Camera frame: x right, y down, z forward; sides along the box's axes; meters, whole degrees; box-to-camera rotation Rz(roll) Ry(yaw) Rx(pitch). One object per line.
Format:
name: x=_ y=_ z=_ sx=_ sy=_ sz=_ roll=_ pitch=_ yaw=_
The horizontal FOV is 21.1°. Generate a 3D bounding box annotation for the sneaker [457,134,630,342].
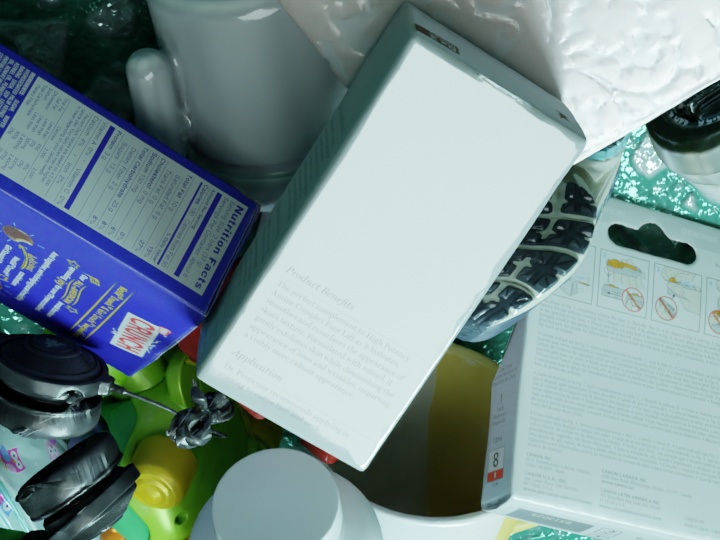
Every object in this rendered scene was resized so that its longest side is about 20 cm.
sneaker: x=0.101 y=-0.019 z=1.078 sx=0.077 sy=0.200 sz=0.087 roll=21 pitch=138 yaw=19

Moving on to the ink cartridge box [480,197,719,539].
ink cartridge box: x=0.159 y=0.061 z=1.161 sx=0.161 sy=0.202 sz=0.050 roll=15 pitch=155 yaw=-18

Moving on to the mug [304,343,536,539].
mug: x=0.049 y=0.152 z=1.218 sx=0.185 sy=0.150 sz=0.154 roll=12 pitch=133 yaw=3

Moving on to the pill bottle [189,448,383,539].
pill bottle: x=-0.038 y=0.183 z=1.096 sx=0.110 sy=0.111 sz=0.201 roll=-8 pitch=143 yaw=-1

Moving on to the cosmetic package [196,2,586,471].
cosmetic package: x=0.011 y=-0.015 z=0.932 sx=0.101 sy=0.074 sz=0.201 roll=31 pitch=105 yaw=-13

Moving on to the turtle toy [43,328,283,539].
turtle toy: x=-0.126 y=0.094 z=1.169 sx=0.100 sy=0.146 sz=0.201 roll=-1 pitch=129 yaw=21

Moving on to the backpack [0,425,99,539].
backpack: x=-0.234 y=0.143 z=1.181 sx=0.126 sy=0.167 sz=0.201 roll=-26 pitch=112 yaw=5

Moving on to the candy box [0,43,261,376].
candy box: x=-0.171 y=-0.035 z=1.021 sx=0.199 sy=0.077 sz=0.169 roll=32 pitch=157 yaw=-11

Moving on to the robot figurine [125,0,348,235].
robot figurine: x=-0.048 y=-0.114 z=1.031 sx=0.169 sy=0.113 sz=0.201 roll=-27 pitch=128 yaw=-20

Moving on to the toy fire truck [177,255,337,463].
toy fire truck: x=0.000 y=0.000 z=1.077 sx=0.112 sy=0.200 sz=0.168 roll=37 pitch=116 yaw=9

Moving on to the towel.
towel: x=0.066 y=-0.138 z=0.931 sx=0.190 sy=0.032 sz=0.200 roll=-28 pitch=115 yaw=22

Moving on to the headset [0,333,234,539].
headset: x=-0.164 y=0.094 z=1.045 sx=0.198 sy=0.094 sz=0.124 roll=-12 pitch=102 yaw=15

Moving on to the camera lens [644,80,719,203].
camera lens: x=0.267 y=-0.087 z=1.059 sx=0.199 sy=0.160 sz=0.160 roll=30 pitch=117 yaw=-25
